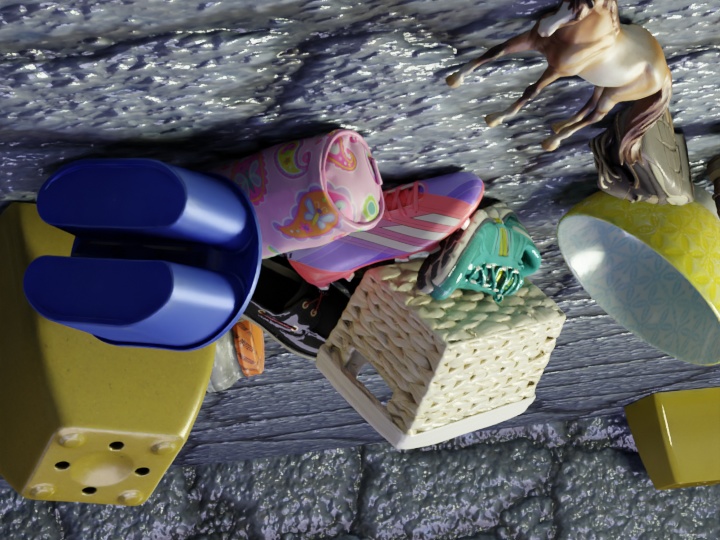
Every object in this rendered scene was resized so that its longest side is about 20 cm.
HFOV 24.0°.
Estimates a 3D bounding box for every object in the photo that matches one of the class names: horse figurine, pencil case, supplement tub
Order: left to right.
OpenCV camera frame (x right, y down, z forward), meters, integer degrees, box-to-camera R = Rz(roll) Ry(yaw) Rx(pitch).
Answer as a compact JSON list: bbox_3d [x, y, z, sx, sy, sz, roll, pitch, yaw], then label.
[{"bbox_3d":[-0.205,0.072,1.780,0.197,0.124,0.123,-6,168,4],"label":"supplement tub"},{"bbox_3d":[-0.076,-0.052,1.359,0.199,0.089,0.087,-16,165,38],"label":"pencil case"},{"bbox_3d":[0.154,-0.133,1.146,0.132,0.050,0.199,-35,146,30],"label":"horse figurine"}]

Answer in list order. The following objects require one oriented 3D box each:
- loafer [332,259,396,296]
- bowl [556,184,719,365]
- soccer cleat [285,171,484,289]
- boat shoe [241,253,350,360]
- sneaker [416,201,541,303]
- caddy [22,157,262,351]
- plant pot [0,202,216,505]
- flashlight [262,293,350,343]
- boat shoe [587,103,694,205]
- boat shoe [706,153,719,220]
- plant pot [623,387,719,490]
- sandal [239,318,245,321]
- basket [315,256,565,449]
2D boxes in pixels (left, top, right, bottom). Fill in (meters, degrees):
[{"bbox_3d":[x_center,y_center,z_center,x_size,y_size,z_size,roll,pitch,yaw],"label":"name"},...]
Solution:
[{"bbox_3d":[0.000,0.000,1.672,0.067,0.071,0.201,-4,168,-8],"label":"loafer"},{"bbox_3d":[0.294,-0.018,1.597,0.108,0.200,0.200,-47,180,-17],"label":"bowl"},{"bbox_3d":[0.015,-0.046,1.499,0.199,0.067,0.077,-23,125,30],"label":"soccer cleat"},{"bbox_3d":[-0.065,0.029,1.634,0.200,0.074,0.063,29,152,-17],"label":"boat shoe"},{"bbox_3d":[0.115,-0.010,1.543,0.078,0.080,0.200,-46,171,28],"label":"sneaker"},{"bbox_3d":[-0.168,-0.013,1.322,0.198,0.143,0.105,3,170,35],"label":"caddy"},{"bbox_3d":[-0.232,0.090,1.470,0.193,0.202,0.195,7,140,-28],"label":"plant pot"},{"bbox_3d":[-0.015,0.031,1.848,0.197,0.069,0.068,-11,164,2],"label":"flashlight"},{"bbox_3d":[0.225,-0.086,1.380,0.072,0.075,0.200,-10,166,17],"label":"boat shoe"},{"bbox_3d":[0.394,-0.067,1.432,0.197,0.068,0.072,-3,167,-1],"label":"boat shoe"},{"bbox_3d":[0.655,0.336,3.353,0.197,0.179,0.200,-4,169,-11],"label":"plant pot"},{"bbox_3d":[-0.137,0.015,1.699,0.197,0.081,0.054,-12,-168,1],"label":"sandal"},{"bbox_3d":[0.080,0.066,1.598,0.199,0.135,0.124,-10,134,-46],"label":"basket"}]
